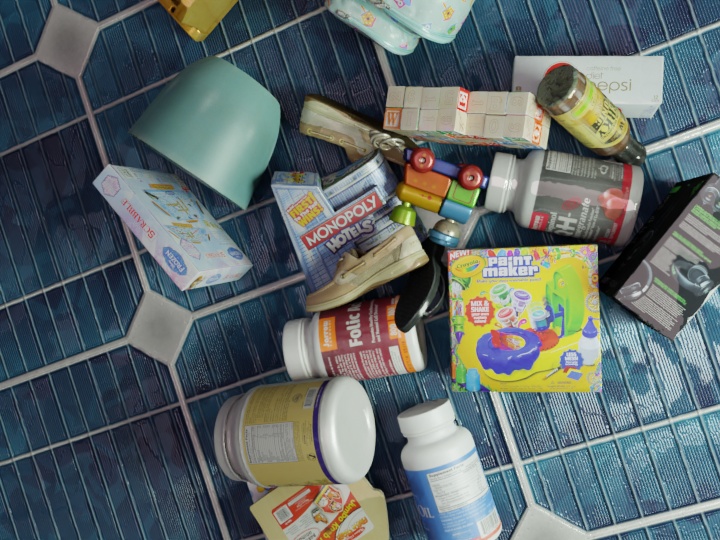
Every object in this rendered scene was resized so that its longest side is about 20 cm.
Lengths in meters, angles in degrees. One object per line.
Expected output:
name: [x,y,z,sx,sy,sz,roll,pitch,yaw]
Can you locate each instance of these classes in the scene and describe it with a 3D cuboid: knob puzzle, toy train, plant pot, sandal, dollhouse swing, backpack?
knob puzzle: [-0.042,0.390,1.059,0.216,0.030,0.224,0,91,9]
toy train: [0.066,-0.115,0.971,0.197,0.085,0.117,19,99,-4]
plant pot: [-0.211,-0.211,1.031,0.199,0.201,0.162,33,88,9]
sandal: [0.098,0.018,0.977,0.048,0.201,0.075,39,128,-13]
dollhouse swing: [-0.235,-0.468,1.028,0.200,0.176,0.182,-44,84,11]
backpack: [0.058,-0.389,0.972,0.198,0.176,0.155,27,115,8]

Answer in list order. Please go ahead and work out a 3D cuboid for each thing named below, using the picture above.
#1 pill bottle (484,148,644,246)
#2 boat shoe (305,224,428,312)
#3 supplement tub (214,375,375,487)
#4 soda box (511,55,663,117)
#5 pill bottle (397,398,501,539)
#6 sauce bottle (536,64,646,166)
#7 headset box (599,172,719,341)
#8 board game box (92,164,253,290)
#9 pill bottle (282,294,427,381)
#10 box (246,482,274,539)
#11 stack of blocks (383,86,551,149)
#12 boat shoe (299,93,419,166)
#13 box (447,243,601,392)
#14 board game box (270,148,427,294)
pill bottle: [0.276,-0.106,0.967,0.197,0.111,0.113,12,95,11]
boat shoe: [0.000,0.000,0.988,0.198,0.071,0.065,-26,89,22]
supplement tub: [-0.093,0.231,0.995,0.197,0.145,0.148,-10,90,25]
soda box: [0.311,-0.255,0.974,0.197,0.064,0.069,4,85,11]
pill bottle: [0.123,0.296,1.018,0.111,0.112,0.203,-19,87,12]
sauce bottle: [0.314,-0.195,0.926,0.064,0.198,0.066,-28,50,40]
headset box: [0.414,-0.025,0.908,0.092,0.174,0.201,38,100,7]
board game box: [-0.270,-0.064,1.042,0.041,0.200,0.200,-42,83,12]
pill bottle: [-0.008,0.105,1.036,0.197,0.114,0.116,-11,90,12]
box: [-0.098,0.332,1.104,0.154,0.041,0.203,-19,88,12]
stack of blocks: [0.145,-0.208,0.953,0.198,0.114,0.060,11,96,35]
boat shoe: [-0.001,-0.196,1.049,0.198,0.074,0.067,28,113,9]
box: [0.226,0.063,0.981,0.197,0.122,0.196,-3,91,12]
board game box: [-0.032,-0.078,1.019,0.198,0.062,0.201,-30,113,12]
